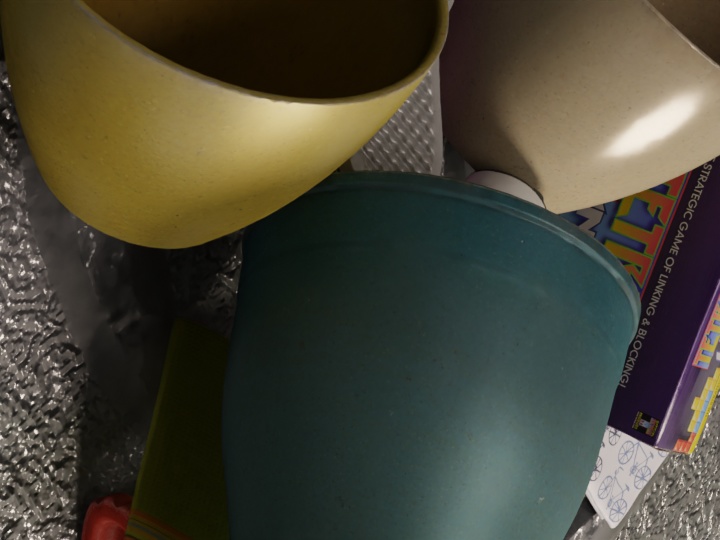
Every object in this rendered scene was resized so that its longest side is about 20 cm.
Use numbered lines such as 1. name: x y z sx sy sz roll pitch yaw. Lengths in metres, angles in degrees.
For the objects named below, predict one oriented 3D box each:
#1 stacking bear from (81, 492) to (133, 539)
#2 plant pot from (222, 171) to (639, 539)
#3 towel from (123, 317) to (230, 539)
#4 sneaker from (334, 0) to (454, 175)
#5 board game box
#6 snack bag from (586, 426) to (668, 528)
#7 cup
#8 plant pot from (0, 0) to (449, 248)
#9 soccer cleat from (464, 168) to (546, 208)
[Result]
1. stacking bear: -0.044 0.157 1.206 0.200 0.121 0.114 -24 137 -46
2. plant pot: 0.020 0.086 1.044 0.200 0.199 0.189 50 46 -50
3. towel: -0.073 0.115 1.099 0.086 0.018 0.201 28 45 -20
4. sneaker: 0.004 -0.123 1.100 0.078 0.079 0.201 14 75 -25
5. board game box: 0.156 -0.014 1.309 0.057 0.165 0.201 15 96 -54
6. snack bag: 0.200 0.057 1.522 0.200 0.021 0.189 -53 141 -17
7. cup: 0.119 -0.115 1.213 0.143 0.201 0.200 -45 148 20
8. plant pot: -0.079 -0.095 0.981 0.200 0.200 0.142 -22 152 -43
9. soccer cleat: 0.072 0.035 1.225 0.073 0.068 0.201 -57 153 -35
